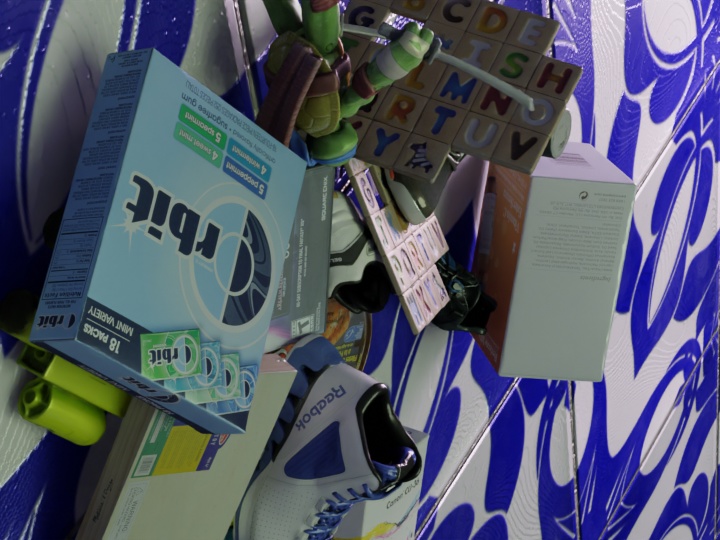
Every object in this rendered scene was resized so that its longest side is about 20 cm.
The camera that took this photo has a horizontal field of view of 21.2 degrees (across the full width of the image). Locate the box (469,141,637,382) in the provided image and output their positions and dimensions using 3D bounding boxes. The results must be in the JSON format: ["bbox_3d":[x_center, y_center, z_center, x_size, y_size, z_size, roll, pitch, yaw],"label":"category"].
[{"bbox_3d":[0.179,-0.013,1.858,0.152,0.106,0.201,-122,-142,-69],"label":"box"}]

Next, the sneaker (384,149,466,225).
[{"bbox_3d":[0.072,-0.126,1.619,0.077,0.082,0.200,56,35,-42],"label":"sneaker"}]

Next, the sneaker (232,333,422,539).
[{"bbox_3d":[-0.021,0.160,1.463,0.080,0.115,0.200,-8,116,-55],"label":"sneaker"}]

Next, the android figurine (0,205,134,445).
[{"bbox_3d":[-0.158,0.033,1.305,0.200,0.041,0.182,33,83,-53],"label":"android figurine"}]

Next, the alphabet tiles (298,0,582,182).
[{"bbox_3d":[0.060,-0.144,1.483,0.168,0.199,0.008,-62,158,-23],"label":"alphabet tiles"}]

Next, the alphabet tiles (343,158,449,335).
[{"bbox_3d":[0.035,-0.045,1.593,0.168,0.008,0.200,67,17,-5],"label":"alphabet tiles"}]

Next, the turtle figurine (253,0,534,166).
[{"bbox_3d":[-0.007,-0.185,1.382,0.144,0.199,0.194,-106,174,-55],"label":"turtle figurine"}]

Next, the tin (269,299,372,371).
[{"bbox_3d":[-0.051,0.071,1.594,0.200,0.042,0.112,-8,108,-63],"label":"tin"}]

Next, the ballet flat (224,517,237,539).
[{"bbox_3d":[-0.113,0.182,1.512,0.200,0.067,0.067,17,67,-63],"label":"ballet flat"}]

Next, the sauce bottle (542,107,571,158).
[{"bbox_3d":[0.069,-0.129,1.526,0.066,0.199,0.066,-45,145,-45],"label":"sauce bottle"}]

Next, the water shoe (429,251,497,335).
[{"bbox_3d":[0.072,0.003,1.756,0.072,0.079,0.200,-69,155,-10],"label":"water shoe"}]

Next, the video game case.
[{"bbox_3d":[-0.100,0.004,1.402,0.200,0.019,0.143,-18,122,-40],"label":"video game case"}]

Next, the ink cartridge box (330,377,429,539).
[{"bbox_3d":[0.002,0.211,1.751,0.116,0.067,0.201,-29,131,-56],"label":"ink cartridge box"}]

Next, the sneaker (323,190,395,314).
[{"bbox_3d":[0.000,0.000,1.568,0.200,0.076,0.088,16,46,-64],"label":"sneaker"}]

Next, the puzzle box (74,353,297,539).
[{"bbox_3d":[-0.131,0.150,1.361,0.133,0.025,0.200,1,119,-50],"label":"puzzle box"}]

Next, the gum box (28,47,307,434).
[{"bbox_3d":[-0.119,-0.016,1.252,0.170,0.044,0.201,35,61,-46],"label":"gum box"}]
